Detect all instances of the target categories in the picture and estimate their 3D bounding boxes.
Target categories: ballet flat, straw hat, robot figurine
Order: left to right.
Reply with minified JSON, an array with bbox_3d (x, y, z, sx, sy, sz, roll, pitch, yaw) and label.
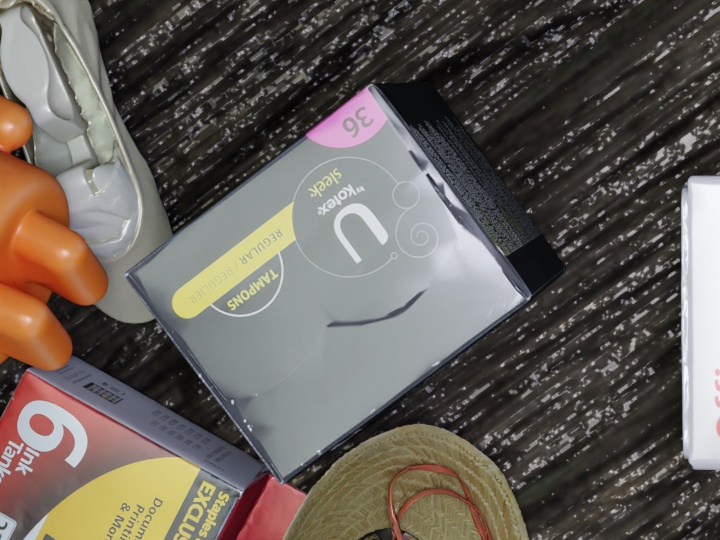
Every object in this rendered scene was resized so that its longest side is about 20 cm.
[{"bbox_3d":[-0.227,-0.021,1.296,0.200,0.117,0.144,23,114,16],"label":"robot figurine"},{"bbox_3d":[-0.153,-0.065,1.345,0.069,0.069,0.200,-21,90,10],"label":"ballet flat"},{"bbox_3d":[-0.003,0.178,1.319,0.085,0.201,0.202,-1,94,48],"label":"straw hat"}]

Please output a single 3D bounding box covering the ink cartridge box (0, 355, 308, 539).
[{"bbox_3d":[-0.134,0.174,1.348,0.175,0.084,0.200,28,98,6],"label":"ink cartridge box"}]

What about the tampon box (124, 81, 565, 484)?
[{"bbox_3d":[0.000,0.000,1.254,0.150,0.200,0.126,-38,87,10],"label":"tampon box"}]

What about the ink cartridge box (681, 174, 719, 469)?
[{"bbox_3d":[0.260,0.023,1.269,0.199,0.084,0.145,-1,93,9],"label":"ink cartridge box"}]
